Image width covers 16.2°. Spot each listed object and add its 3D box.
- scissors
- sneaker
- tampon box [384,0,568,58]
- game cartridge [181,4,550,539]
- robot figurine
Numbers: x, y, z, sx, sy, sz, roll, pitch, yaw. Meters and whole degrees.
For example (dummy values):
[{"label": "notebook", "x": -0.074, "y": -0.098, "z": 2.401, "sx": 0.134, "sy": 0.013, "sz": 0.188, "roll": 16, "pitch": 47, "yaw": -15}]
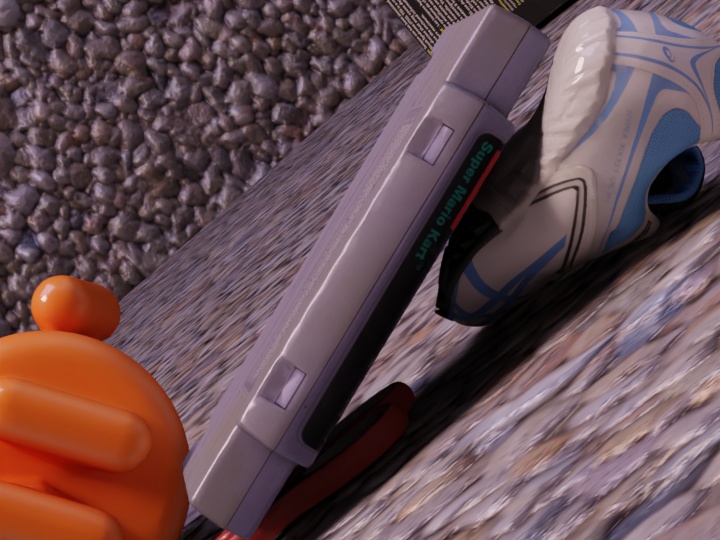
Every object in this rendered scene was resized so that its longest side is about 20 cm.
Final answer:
[{"label": "scissors", "x": -0.055, "y": 0.109, "z": 0.920, "sx": 0.200, "sy": 0.014, "sz": 0.073, "roll": -41, "pitch": 7, "yaw": -3}, {"label": "sneaker", "x": 0.077, "y": -0.026, "z": 0.912, "sx": 0.200, "sy": 0.072, "sz": 0.072, "roll": 126, "pitch": 162, "yaw": -62}, {"label": "tampon box", "x": 0.134, "y": -0.278, "z": 2.135, "sx": 0.200, "sy": 0.126, "sz": 0.150, "roll": -36, "pitch": 6, "yaw": 36}, {"label": "game cartridge", "x": 0.000, "y": 0.000, "z": 0.911, "sx": 0.201, "sy": 0.038, "sz": 0.130, "roll": -59, "pitch": 10, "yaw": -1}, {"label": "robot figurine", "x": -0.128, "y": 0.084, "z": 1.026, "sx": 0.116, "sy": 0.145, "sz": 0.200, "roll": -22, "pitch": -3, "yaw": -12}]
